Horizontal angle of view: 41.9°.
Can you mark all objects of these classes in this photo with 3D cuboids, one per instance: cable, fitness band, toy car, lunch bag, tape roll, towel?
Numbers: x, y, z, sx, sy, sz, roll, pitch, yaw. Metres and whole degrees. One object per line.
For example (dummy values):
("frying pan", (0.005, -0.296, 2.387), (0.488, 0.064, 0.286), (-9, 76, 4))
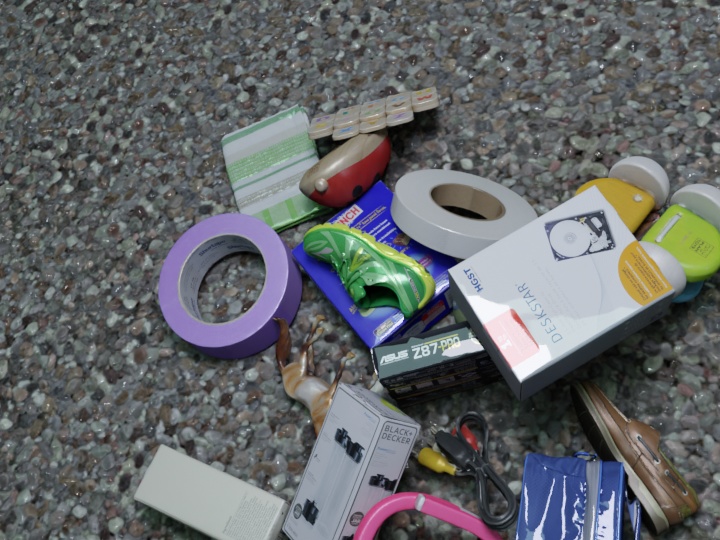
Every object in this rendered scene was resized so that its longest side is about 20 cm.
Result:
("cable", (0.144, 0.241, 1.136), (0.097, 0.051, 0.200), (-30, 37, -14))
("fitness band", (0.085, 0.341, 1.083), (0.199, 0.037, 0.145), (25, 86, -9))
("toy car", (0.360, -0.032, 1.192), (0.199, 0.151, 0.175), (30, 60, 30))
("lunch bag", (0.247, 0.302, 1.060), (0.131, 0.136, 0.202), (4, 64, 17))
("tape roll", (-0.187, 0.022, 1.350), (0.198, 0.066, 0.202), (-6, 67, 15))
("tape roll", (0.140, -0.077, 1.269), (0.201, 0.037, 0.203), (10, 29, -6))
("towel", (-0.129, -0.150, 1.458), (0.148, 0.031, 0.201), (-22, 63, 6))

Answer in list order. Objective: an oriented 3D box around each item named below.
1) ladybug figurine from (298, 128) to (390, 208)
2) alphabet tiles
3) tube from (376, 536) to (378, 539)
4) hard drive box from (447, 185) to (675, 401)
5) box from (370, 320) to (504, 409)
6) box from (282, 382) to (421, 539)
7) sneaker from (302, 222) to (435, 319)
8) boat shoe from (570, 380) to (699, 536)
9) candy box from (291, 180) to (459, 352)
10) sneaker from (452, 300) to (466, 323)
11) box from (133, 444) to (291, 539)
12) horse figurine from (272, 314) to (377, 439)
("ladybug figurine", (-0.015, -0.146, 1.355), (0.135, 0.072, 0.200), (-30, 10, 35))
("alphabet tiles", (0.019, -0.234, 1.391), (0.198, 0.015, 0.196), (-14, 20, 8))
("tube", (0.006, 0.280, 1.186), (0.051, 0.058, 0.202), (4, 64, 9))
("hard drive box", (0.222, 0.025, 1.060), (0.199, 0.077, 0.157), (-30, 66, -5))
("box", (0.125, 0.112, 1.174), (0.198, 0.161, 0.050), (-17, 65, 7))
("box", (-0.013, 0.251, 1.132), (0.116, 0.060, 0.202), (25, 95, 57))
("sneaker", (0.000, 0.000, 1.228), (0.199, 0.074, 0.084), (25, 70, 24))
("boat shoe", (0.326, 0.213, 1.127), (0.068, 0.072, 0.201), (-27, 69, -5))
("candy box", (0.029, 0.000, 1.306), (0.169, 0.077, 0.200), (-38, 62, -5))
("sneaker", (0.213, 0.027, 1.225), (0.198, 0.091, 0.067), (-19, 15, 6))
("box", (-0.186, 0.304, 1.215), (0.199, 0.068, 0.083), (20, 71, 23))
("horse figurine", (-0.057, 0.146, 1.253), (0.200, 0.050, 0.133), (41, 109, 34))
